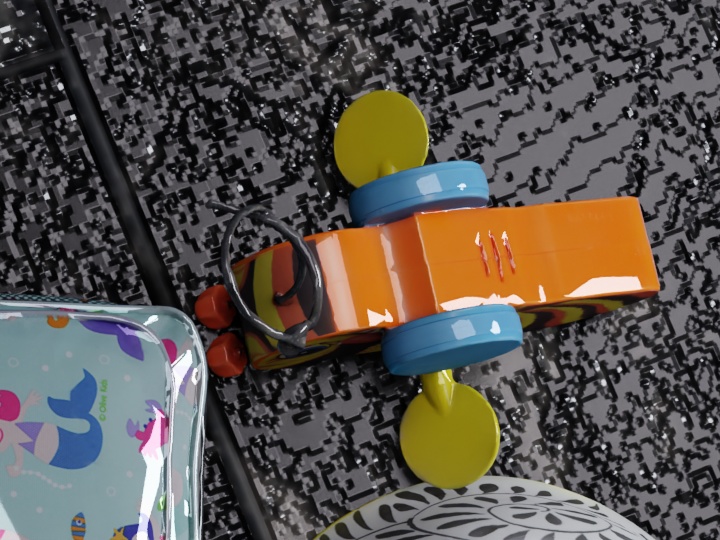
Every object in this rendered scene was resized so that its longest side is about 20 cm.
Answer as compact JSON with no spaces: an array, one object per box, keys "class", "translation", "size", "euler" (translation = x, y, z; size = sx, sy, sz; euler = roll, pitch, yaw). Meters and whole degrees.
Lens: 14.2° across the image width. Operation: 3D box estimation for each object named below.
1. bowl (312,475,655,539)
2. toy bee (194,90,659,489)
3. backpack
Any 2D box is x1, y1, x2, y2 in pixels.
[{"class":"bowl","translation":[0.060,0.158,0.948],"size":[0.200,0.094,0.201],"euler":[5,75,-17]},{"class":"toy bee","translation":[0.000,0.000,0.978],"size":[0.200,0.109,0.131],"euler":[23,60,-37]},{"class":"backpack","translation":[-0.148,0.088,0.879],"size":[0.200,0.151,0.178],"euler":[5,76,-11]}]
